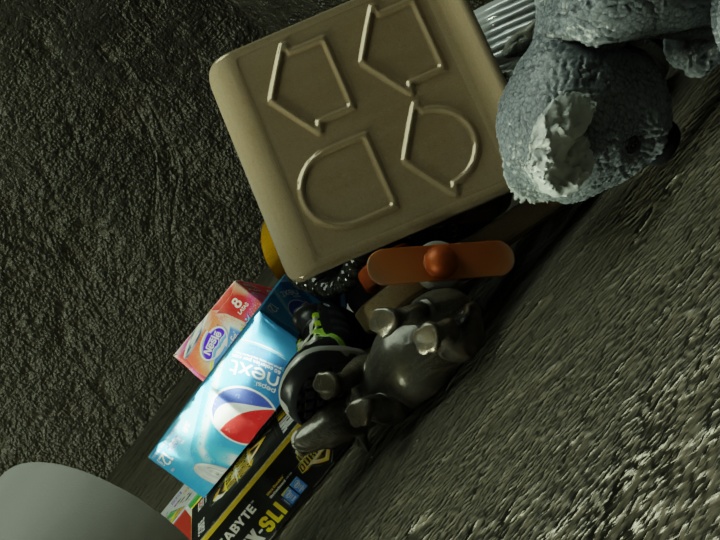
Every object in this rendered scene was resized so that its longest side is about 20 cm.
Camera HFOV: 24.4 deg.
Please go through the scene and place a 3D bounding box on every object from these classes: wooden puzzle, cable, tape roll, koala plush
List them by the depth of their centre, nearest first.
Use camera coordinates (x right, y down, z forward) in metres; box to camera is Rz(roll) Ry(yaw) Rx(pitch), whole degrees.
[{"bbox_3d":[0.152,-0.132,1.064,0.200,0.183,0.177,-62,5,3],"label":"koala plush"},{"bbox_3d":[-0.205,0.249,1.136,0.203,0.203,0.139,-43,9,50],"label":"tape roll"},{"bbox_3d":[0.009,-0.106,1.215,0.200,0.186,0.046,-24,-18,5],"label":"wooden puzzle"},{"bbox_3d":[0.168,-0.209,1.430,0.199,0.069,0.200,-17,0,-3],"label":"cable"}]

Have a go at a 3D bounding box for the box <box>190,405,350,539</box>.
[{"bbox_3d":[-0.077,0.171,1.405,0.160,0.049,0.200,-49,5,-2],"label":"box"}]

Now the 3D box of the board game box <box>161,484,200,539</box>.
[{"bbox_3d":[-0.176,0.257,1.650,0.200,0.040,0.153,-51,6,-7],"label":"board game box"}]

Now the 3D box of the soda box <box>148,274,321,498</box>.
[{"bbox_3d":[-0.100,0.101,1.423,0.200,0.064,0.068,-52,3,32],"label":"soda box"}]

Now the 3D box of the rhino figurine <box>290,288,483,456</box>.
[{"bbox_3d":[0.015,0.081,1.177,0.087,0.060,0.200,-14,-26,-49],"label":"rhino figurine"}]

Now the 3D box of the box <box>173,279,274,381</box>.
[{"bbox_3d":[-0.090,0.079,1.592,0.095,0.103,0.200,-50,-10,3],"label":"box"}]

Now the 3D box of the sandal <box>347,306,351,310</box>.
[{"bbox_3d":[0.050,-0.035,1.687,0.082,0.050,0.203,0,61,62],"label":"sandal"}]

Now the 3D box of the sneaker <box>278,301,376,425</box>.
[{"bbox_3d":[-0.031,0.066,1.283,0.072,0.083,0.200,-48,-14,11],"label":"sneaker"}]

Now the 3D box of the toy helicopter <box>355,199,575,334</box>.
[{"bbox_3d":[0.081,-0.017,1.201,0.200,0.079,0.132,-34,-12,9],"label":"toy helicopter"}]

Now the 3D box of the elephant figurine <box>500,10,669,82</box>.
[{"bbox_3d":[0.161,-0.154,1.253,0.200,0.141,0.155,-54,18,26],"label":"elephant figurine"}]

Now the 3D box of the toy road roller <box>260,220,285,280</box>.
[{"bbox_3d":[-0.045,-0.075,1.611,0.123,0.200,0.146,-35,-2,37],"label":"toy road roller"}]

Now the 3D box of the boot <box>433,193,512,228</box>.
[{"bbox_3d":[0.027,-0.097,1.313,0.070,0.200,0.146,-59,-11,27],"label":"boot"}]

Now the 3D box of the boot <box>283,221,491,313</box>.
[{"bbox_3d":[-0.001,-0.003,1.389,0.157,0.080,0.211,-12,-17,-32],"label":"boot"}]

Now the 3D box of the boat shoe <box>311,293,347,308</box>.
[{"bbox_3d":[-0.046,-0.041,1.482,0.084,0.068,0.201,-85,-5,-67],"label":"boat shoe"}]
